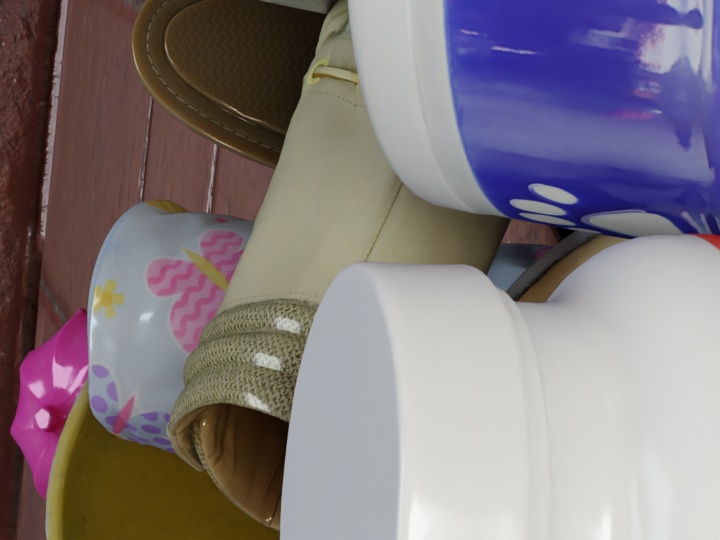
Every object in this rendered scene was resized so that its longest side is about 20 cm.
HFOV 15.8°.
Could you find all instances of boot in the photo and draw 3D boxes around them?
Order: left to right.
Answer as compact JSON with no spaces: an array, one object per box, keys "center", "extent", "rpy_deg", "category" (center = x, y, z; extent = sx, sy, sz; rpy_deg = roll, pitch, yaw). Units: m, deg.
[{"center":[-0.005,-0.049,0.932],"extent":[0.155,0.199,0.074],"rpy_deg":[161,118,-67],"category":"boot"},{"center":[0.000,0.000,0.725],"extent":[0.200,0.072,0.156],"rpy_deg":[122,170,-74],"category":"boot"}]

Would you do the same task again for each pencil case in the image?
[{"center":[0.009,0.024,0.859],"extent":[0.083,0.199,0.091],"rpy_deg":[73,-151,-48],"category":"pencil case"}]

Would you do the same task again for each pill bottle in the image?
[{"center":[0.091,0.053,0.497],"extent":[0.116,0.199,0.117],"rpy_deg":[-175,90,-76],"category":"pill bottle"}]

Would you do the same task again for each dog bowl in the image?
[{"center":[0.069,-0.106,0.559],"extent":[0.200,0.078,0.202],"rpy_deg":[12,-90,-70],"category":"dog bowl"}]

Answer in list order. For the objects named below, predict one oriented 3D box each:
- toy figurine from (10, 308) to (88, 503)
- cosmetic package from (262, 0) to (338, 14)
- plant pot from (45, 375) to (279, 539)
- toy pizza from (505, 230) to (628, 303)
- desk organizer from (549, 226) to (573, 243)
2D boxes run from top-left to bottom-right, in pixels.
[{"center":[-0.074,0.070,1.223],"extent":[0.200,0.183,0.151],"rpy_deg":[156,118,-76],"category":"toy figurine"},{"center":[-0.011,-0.185,0.699],"extent":[0.200,0.123,0.199],"rpy_deg":[-52,-13,13],"category":"cosmetic package"},{"center":[0.001,0.105,0.945],"extent":[0.142,0.199,0.201],"rpy_deg":[68,-166,-55],"category":"plant pot"},{"center":[0.087,0.080,0.631],"extent":[0.199,0.032,0.202],"rpy_deg":[3,95,39],"category":"toy pizza"},{"center":[0.103,-0.023,0.737],"extent":[0.200,0.076,0.072],"rpy_deg":[-109,27,-59],"category":"desk organizer"}]
